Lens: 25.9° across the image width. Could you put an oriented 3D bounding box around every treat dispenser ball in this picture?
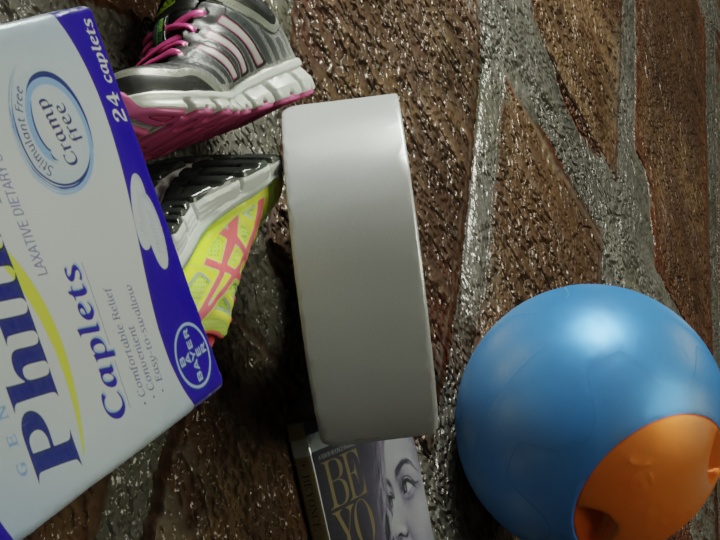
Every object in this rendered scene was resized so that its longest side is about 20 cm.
[{"bbox_3d":[0.169,0.110,1.151,0.201,0.200,0.202,39,44,-52],"label":"treat dispenser ball"}]

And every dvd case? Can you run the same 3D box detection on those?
[{"bbox_3d":[0.014,0.184,1.011,0.149,0.016,0.201,-11,88,-64],"label":"dvd case"}]

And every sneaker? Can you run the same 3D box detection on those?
[{"bbox_3d":[-0.098,-0.118,0.871,0.200,0.074,0.088,-29,95,-60],"label":"sneaker"},{"bbox_3d":[-0.094,-0.002,0.830,0.200,0.078,0.091,-49,132,-56],"label":"sneaker"}]

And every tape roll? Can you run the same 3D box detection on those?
[{"bbox_3d":[0.000,0.000,0.923,0.202,0.070,0.204,173,-90,-90],"label":"tape roll"}]

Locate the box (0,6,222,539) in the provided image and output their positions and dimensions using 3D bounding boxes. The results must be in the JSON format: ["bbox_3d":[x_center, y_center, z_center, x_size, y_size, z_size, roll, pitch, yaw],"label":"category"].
[{"bbox_3d":[-0.166,0.008,0.627,0.200,0.105,0.185,-38,111,-62],"label":"box"}]
